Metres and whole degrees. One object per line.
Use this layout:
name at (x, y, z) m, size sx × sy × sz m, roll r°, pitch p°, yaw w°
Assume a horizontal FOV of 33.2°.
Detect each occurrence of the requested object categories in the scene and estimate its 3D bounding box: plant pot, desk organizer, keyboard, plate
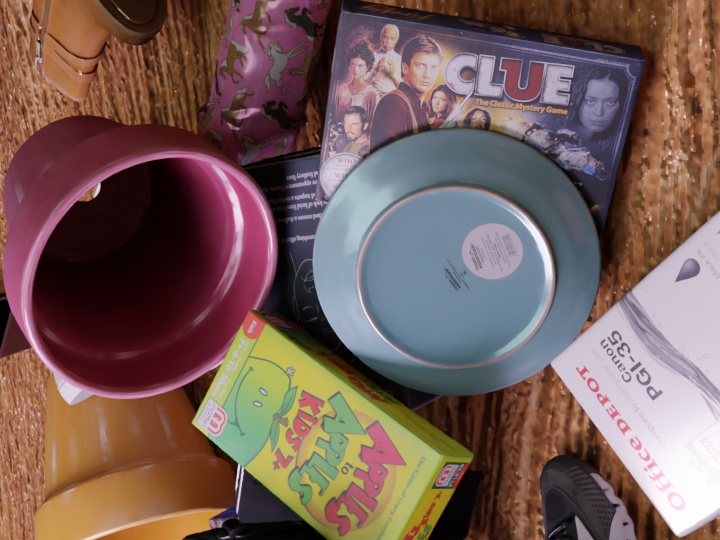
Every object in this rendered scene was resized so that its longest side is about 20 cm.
plant pot at (-0.234, 0.183, 1.205) m, size 0.200 × 0.199 × 0.184 m, roll -39°, pitch 61°, yaw 45°
desk organizer at (-0.454, 0.072, 1.450) m, size 0.199 × 0.077 × 0.072 m, roll -11°, pitch 97°, yaw 46°
keyboard at (0.001, 0.164, 0.975) m, size 0.021 × 0.198 × 0.128 m, roll -98°, pitch 16°, yaw -58°
plate at (0.065, 0.002, 0.825) m, size 0.199 × 0.026 × 0.202 m, roll 2°, pitch 114°, yaw 5°
plant pot at (-0.188, -0.030, 0.932) m, size 0.179 × 0.199 × 0.201 m, roll 39°, pitch 130°, yaw 50°

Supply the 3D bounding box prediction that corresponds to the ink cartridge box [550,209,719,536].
ink cartridge box at (0.237, 0.054, 0.753) m, size 0.147 × 0.083 × 0.200 m, roll 55°, pitch 134°, yaw 16°

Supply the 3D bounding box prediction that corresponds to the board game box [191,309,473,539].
board game box at (-0.025, 0.122, 0.883) m, size 0.200 × 0.048 × 0.102 m, roll 34°, pitch 100°, yaw 33°

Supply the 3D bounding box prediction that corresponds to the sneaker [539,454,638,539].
sneaker at (0.155, 0.225, 0.858) m, size 0.066 × 0.090 × 0.201 m, roll -40°, pitch 53°, yaw 44°

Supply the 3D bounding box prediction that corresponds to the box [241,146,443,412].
box at (0.000, 0.000, 0.952) m, size 0.148 × 0.107 × 0.201 m, roll -3°, pitch 101°, yaw 45°

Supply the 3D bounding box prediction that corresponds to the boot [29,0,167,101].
boot at (-0.247, -0.220, 1.116) m, size 0.200 × 0.073 × 0.155 m, roll 53°, pitch 134°, yaw 37°

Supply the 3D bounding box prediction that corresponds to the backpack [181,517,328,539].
backpack at (-0.015, 0.253, 0.917) m, size 0.162 × 0.199 × 0.155 m, roll 3°, pitch 95°, yaw 38°

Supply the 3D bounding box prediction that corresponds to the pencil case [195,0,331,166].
pencil case at (-0.078, -0.178, 0.987) m, size 0.083 × 0.086 × 0.201 m, roll -111°, pitch 32°, yaw -50°

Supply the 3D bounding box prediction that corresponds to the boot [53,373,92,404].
boot at (-0.239, 0.043, 1.078) m, size 0.200 × 0.073 × 0.096 m, roll -38°, pitch 82°, yaw 45°

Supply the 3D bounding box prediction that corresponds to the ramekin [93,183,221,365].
ramekin at (-0.145, -0.014, 1.094) m, size 0.199 × 0.105 × 0.202 m, roll 18°, pitch 116°, yaw 41°

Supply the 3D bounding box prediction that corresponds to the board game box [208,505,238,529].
board game box at (-0.029, 0.298, 1.094) m, size 0.159 × 0.097 × 0.201 m, roll -16°, pitch 92°, yaw 47°

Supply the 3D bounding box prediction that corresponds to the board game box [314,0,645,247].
board game box at (0.076, -0.098, 0.811) m, size 0.198 × 0.035 × 0.136 m, roll 9°, pitch 117°, yaw 1°
